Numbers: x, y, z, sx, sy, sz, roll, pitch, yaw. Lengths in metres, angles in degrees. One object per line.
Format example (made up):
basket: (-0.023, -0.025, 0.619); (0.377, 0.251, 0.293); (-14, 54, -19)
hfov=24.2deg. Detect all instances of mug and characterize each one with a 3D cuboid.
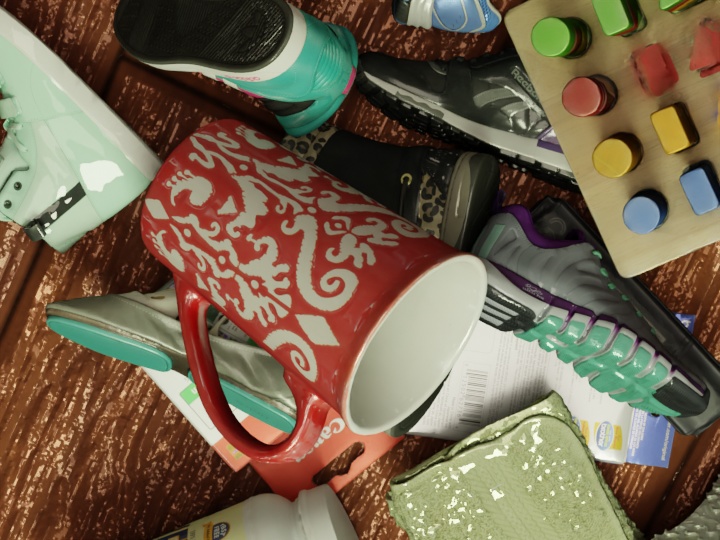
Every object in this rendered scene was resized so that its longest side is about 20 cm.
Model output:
mug: (-0.051, 0.009, 1.074); (0.200, 0.133, 0.178); (36, 65, 26)

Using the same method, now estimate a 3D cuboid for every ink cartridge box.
ink cartridge box: (-0.070, 0.082, 1.210); (0.109, 0.050, 0.200); (-40, 96, 5)
ink cartridge box: (0.132, 0.071, 1.216); (0.200, 0.042, 0.119); (8, 95, 1)

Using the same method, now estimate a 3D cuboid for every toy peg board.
toy peg board: (0.213, -0.118, 1.076); (0.200, 0.098, 0.199); (-24, 90, 18)

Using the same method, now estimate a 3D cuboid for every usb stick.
usb stick: (0.184, 0.033, 1.179); (0.055, 0.033, 0.200); (-43, 94, 11)

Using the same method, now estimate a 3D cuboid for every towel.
towel: (0.118, 0.189, 1.203); (0.148, 0.036, 0.200); (-30, 120, 4)

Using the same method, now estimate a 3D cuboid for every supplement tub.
supplement tub: (-0.093, 0.245, 1.183); (0.200, 0.145, 0.145); (-23, 97, 3)

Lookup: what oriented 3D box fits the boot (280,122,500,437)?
boot: (0.001, -0.001, 1.172); (0.154, 0.073, 0.204); (18, 96, 21)

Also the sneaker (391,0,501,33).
sneaker: (0.085, -0.259, 1.160); (0.077, 0.076, 0.200); (16, 107, -9)

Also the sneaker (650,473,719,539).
sneaker: (0.262, 0.219, 1.206); (0.200, 0.070, 0.100); (-40, 118, -13)

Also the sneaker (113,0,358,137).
sneaker: (-0.073, -0.150, 1.149); (0.121, 0.200, 0.084); (29, 86, -44)

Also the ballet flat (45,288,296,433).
ballet flat: (-0.116, 0.048, 1.157); (0.200, 0.067, 0.064); (24, 71, -4)

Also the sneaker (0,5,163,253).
sneaker: (-0.246, -0.103, 1.168); (0.118, 0.074, 0.200); (-45, 99, -1)

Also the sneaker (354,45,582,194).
sneaker: (0.094, -0.127, 1.182); (0.200, 0.076, 0.088); (21, 86, -9)

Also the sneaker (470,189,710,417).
sneaker: (0.162, 0.023, 1.130); (0.200, 0.074, 0.088); (31, 67, -16)
